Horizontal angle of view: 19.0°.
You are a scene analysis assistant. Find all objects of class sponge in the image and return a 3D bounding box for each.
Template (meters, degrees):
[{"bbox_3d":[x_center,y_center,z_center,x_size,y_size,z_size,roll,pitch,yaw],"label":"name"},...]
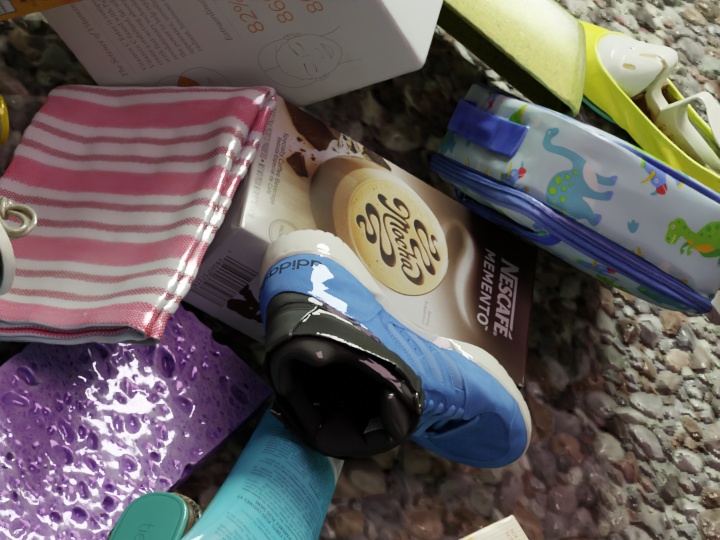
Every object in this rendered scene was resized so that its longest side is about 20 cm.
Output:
[{"bbox_3d":[-0.146,0.085,1.151,0.112,0.030,0.200,44,45,4],"label":"sponge"}]

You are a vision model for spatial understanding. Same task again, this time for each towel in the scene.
[{"bbox_3d":[-0.142,-0.038,1.177,0.146,0.030,0.200,3,46,23],"label":"towel"}]

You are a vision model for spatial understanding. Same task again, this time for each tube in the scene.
[{"bbox_3d":[-0.046,0.125,1.121,0.077,0.050,0.200,42,23,-7],"label":"tube"}]

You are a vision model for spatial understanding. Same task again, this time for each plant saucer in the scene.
[{"bbox_3d":[0.073,-0.177,1.383,0.200,0.048,0.200,39,2,1],"label":"plant saucer"}]

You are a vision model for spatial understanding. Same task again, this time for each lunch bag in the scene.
[{"bbox_3d":[0.135,-0.047,1.321,0.160,0.083,0.200,29,2,-21],"label":"lunch bag"}]

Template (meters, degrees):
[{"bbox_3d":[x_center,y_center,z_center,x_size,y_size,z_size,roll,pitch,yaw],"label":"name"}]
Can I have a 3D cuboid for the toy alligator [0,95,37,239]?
[{"bbox_3d":[-0.224,-0.066,1.178,0.059,0.054,0.200,-9,46,-27],"label":"toy alligator"}]

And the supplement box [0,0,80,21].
[{"bbox_3d":[-0.236,-0.171,1.171,0.067,0.199,0.069,-82,151,-41],"label":"supplement box"}]

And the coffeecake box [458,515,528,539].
[{"bbox_3d":[0.035,0.238,1.123,0.200,0.073,0.154,-20,71,-40],"label":"coffeecake box"}]

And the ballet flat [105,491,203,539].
[{"bbox_3d":[-0.125,0.198,1.055,0.068,0.076,0.200,6,41,24],"label":"ballet flat"}]

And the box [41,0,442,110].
[{"bbox_3d":[-0.072,-0.177,1.242,0.152,0.199,0.107,53,37,-34],"label":"box"}]

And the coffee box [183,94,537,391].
[{"bbox_3d":[0.000,0.000,1.254,0.200,0.080,0.113,29,44,-22],"label":"coffee box"}]

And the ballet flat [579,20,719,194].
[{"bbox_3d":[0.211,-0.115,1.501,0.067,0.067,0.200,-29,76,-43],"label":"ballet flat"}]

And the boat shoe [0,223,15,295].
[{"bbox_3d":[-0.265,-0.037,1.119,0.200,0.072,0.068,32,41,18],"label":"boat shoe"}]

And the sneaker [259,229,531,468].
[{"bbox_3d":[0.020,0.074,1.164,0.200,0.077,0.111,44,29,-30],"label":"sneaker"}]
